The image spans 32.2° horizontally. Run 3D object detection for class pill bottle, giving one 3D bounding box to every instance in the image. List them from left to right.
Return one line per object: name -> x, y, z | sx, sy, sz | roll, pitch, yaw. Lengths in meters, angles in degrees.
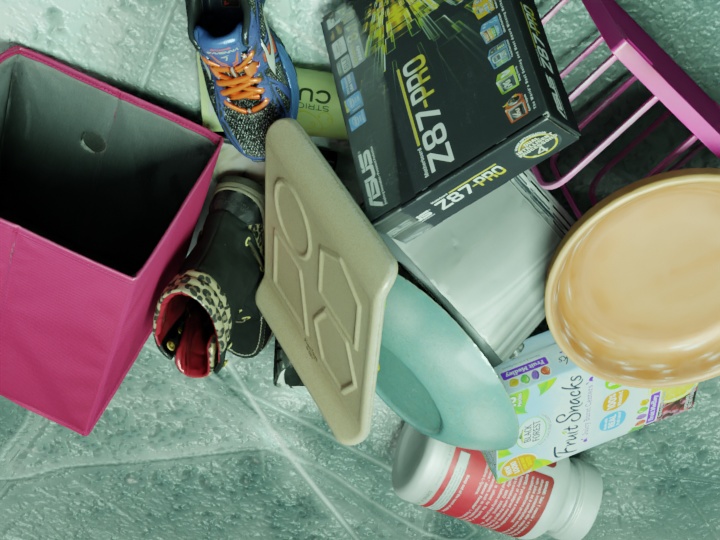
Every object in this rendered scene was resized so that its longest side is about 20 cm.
pill bottle -> 0.142, 0.210, 1.286 | 0.200, 0.112, 0.112 | 21, 131, -13

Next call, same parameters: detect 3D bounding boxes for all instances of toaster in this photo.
toaster -> 0.085, -0.030, 0.991 | 0.129, 0.114, 0.200 | -43, 94, 0

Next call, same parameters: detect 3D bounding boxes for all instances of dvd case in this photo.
dvd case -> -0.130, -0.069, 1.122 | 0.199, 0.018, 0.143 | 12, 133, -5

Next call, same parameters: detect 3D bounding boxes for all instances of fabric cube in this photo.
fabric cube -> -0.255, -0.026, 1.033 | 0.200, 0.196, 0.200 | 24, 133, -2

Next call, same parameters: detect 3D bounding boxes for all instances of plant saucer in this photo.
plant saucer -> 0.041, 0.080, 1.004 | 0.201, 0.039, 0.201 | 41, 158, 21
plant saucer -> 0.234, 0.004, 0.931 | 0.200, 0.038, 0.201 | -2, 127, -3

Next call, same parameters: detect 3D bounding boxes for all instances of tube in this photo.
tube -> -0.037, -0.136, 1.032 | 0.199, 0.052, 0.058 | 8, 88, 7

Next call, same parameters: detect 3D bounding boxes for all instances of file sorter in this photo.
file sorter -> 0.202, -0.101, 0.959 | 0.200, 0.139, 0.125 | 37, 113, -25

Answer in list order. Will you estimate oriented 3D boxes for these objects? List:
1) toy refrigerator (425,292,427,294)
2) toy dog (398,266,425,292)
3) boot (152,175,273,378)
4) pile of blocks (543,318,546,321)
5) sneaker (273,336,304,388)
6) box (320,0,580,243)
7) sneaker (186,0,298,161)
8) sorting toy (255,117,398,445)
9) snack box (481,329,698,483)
toy refrigerator -> 0.122, 0.096, 1.152 | 0.200, 0.070, 0.076 | 29, 88, -44
toy dog -> 0.000, 0.000, 1.124 | 0.096, 0.132, 0.200 | 19, 142, 45
boot -> -0.124, 0.036, 1.097 | 0.073, 0.151, 0.200 | 14, 133, 8
pile of blocks -> 0.112, -0.036, 1.110 | 0.062, 0.082, 0.200 | 19, 142, 52
sneaker -> -0.029, 0.074, 1.158 | 0.087, 0.076, 0.200 | 3, 174, 5
box -> 0.059, -0.144, 0.912 | 0.161, 0.200, 0.049 | -31, 147, 32
sneaker -> -0.100, -0.172, 0.951 | 0.075, 0.078, 0.200 | -6, 119, 15
sorting toy -> -0.027, 0.009, 0.967 | 0.036, 0.185, 0.200 | -16, 141, -24
snack box -> 0.201, 0.099, 1.092 | 0.200, 0.053, 0.142 | -19, 140, -9
